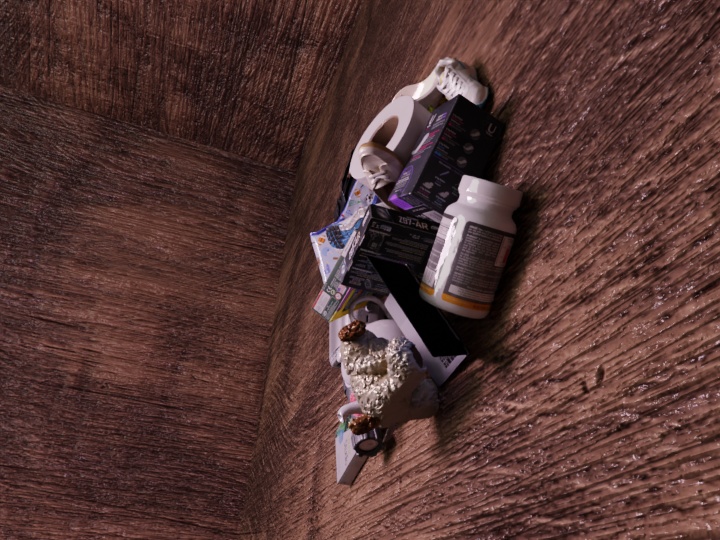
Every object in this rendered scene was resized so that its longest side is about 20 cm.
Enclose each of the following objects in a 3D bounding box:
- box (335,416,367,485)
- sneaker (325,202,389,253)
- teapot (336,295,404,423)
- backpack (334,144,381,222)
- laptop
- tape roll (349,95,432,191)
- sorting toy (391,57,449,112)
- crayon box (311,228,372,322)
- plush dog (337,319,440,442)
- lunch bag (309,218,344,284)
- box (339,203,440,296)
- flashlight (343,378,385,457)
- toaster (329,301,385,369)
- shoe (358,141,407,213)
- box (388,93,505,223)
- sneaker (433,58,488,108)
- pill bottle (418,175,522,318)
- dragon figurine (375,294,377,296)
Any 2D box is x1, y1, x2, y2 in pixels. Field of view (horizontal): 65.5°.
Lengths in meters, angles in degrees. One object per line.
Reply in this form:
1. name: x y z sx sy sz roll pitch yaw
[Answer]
1. box: -0.010 0.376 1.293 0.144 0.036 0.200 -98 28 -53
2. sneaker: -0.001 -0.101 1.287 0.087 0.075 0.200 -37 9 -39
3. teapot: 0.024 0.180 1.139 0.200 0.146 0.198 -110 37 -66
4. backpack: 0.010 -0.202 1.500 0.191 0.154 0.200 -64 1 -28
5. laptop: 0.075 0.090 0.912 0.187 0.116 0.200 57 148 24
6. tape roll: 0.093 -0.242 1.176 0.203 0.139 0.203 -42 31 32
7. sorting toy: 0.156 -0.407 1.299 0.180 0.107 0.200 -53 13 26
8. crayon box: 0.000 0.000 1.191 0.200 0.058 0.173 -60 -17 22
9. plush dog: 0.025 0.174 0.952 0.172 0.160 0.200 56 177 43
10. lunch bag: -0.037 -0.011 1.441 0.200 0.124 0.170 37 -146 -67
11. box: 0.082 -0.021 1.005 0.044 0.200 0.160 -94 22 -49
12. flashlight: 0.003 0.294 1.186 0.200 0.068 0.068 -103 -12 -53
13. toaster: -0.015 0.161 1.360 0.200 0.113 0.129 130 148 -55
14. shoe: 0.061 -0.164 1.074 0.070 0.200 0.053 -18 44 30
15. box: 0.152 -0.192 1.010 0.200 0.106 0.122 -64 15 -6
16. sneaker: 0.197 -0.361 1.122 0.200 0.081 0.077 -97 28 -51
17. pill bottle: 0.171 -0.036 0.860 0.116 0.116 0.200 -132 58 -72
18. dragon figurine: 0.042 -0.027 1.344 0.059 0.099 0.200 -90 20 -43
